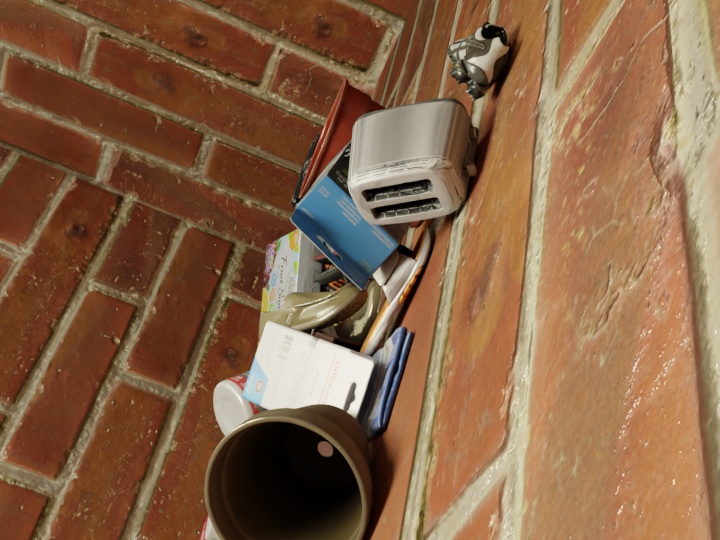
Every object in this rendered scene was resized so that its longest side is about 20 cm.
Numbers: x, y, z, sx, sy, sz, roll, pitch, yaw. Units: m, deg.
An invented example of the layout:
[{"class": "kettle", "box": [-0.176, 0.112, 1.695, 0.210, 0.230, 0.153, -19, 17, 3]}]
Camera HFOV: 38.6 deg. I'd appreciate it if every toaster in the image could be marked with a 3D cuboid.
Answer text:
[{"class": "toaster", "box": [0.060, -0.143, 1.378, 0.114, 0.197, 0.130, 62, -152, -45]}]

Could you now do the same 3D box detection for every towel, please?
[{"class": "towel", "box": [0.017, 0.168, 1.405, 0.200, 0.024, 0.148, 127, 162, -65]}]

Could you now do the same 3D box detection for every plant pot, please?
[{"class": "plant pot", "box": [-0.064, 0.244, 1.249, 0.202, 0.198, 0.173, -66, -10, 18]}, {"class": "plant pot", "box": [0.027, -0.172, 1.637, 0.201, 0.193, 0.203, -158, 90, -83]}]

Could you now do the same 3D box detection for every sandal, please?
[{"class": "sandal", "box": [0.036, 0.026, 1.475, 0.208, 0.059, 0.079, -61, 5, 4]}]

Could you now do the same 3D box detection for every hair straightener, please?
[{"class": "hair straightener", "box": [0.000, 0.000, 1.657, 0.198, 0.041, 0.078, -12, 68, 39]}]

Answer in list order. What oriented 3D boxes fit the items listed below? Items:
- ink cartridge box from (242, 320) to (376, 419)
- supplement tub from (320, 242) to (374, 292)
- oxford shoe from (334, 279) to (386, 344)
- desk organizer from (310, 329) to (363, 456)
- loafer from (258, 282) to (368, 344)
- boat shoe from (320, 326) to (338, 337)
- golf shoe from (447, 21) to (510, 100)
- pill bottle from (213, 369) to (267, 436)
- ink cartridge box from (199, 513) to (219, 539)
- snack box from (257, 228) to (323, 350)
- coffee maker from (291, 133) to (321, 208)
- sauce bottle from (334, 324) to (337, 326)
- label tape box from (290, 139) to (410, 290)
[{"class": "ink cartridge box", "box": [-0.057, 0.154, 1.409, 0.066, 0.198, 0.117, 24, -95, -53]}, {"class": "supplement tub", "box": [-0.021, 0.000, 1.790, 0.123, 0.121, 0.202, -85, 17, -66]}, {"class": "oxford shoe", "box": [-0.016, 0.101, 1.638, 0.070, 0.074, 0.202, -127, 59, -83]}, {"class": "desk organizer", "box": [-0.054, 0.195, 1.500, 0.072, 0.076, 0.203, 36, -111, -80]}, {"class": "loafer", "box": [-0.080, 0.059, 1.528, 0.199, 0.068, 0.076, -27, -10, 24]}, {"class": "boat shoe", "box": [-0.063, 0.127, 1.588, 0.074, 0.066, 0.201, -55, 47, 26]}, {"class": "golf shoe", "box": [0.177, -0.307, 1.463, 0.095, 0.077, 0.201, -47, 16, 19]}, {"class": "pill bottle", "box": [-0.130, 0.204, 1.683, 0.199, 0.114, 0.114, -20, -27, -36]}, {"class": "ink cartridge box", "box": [-0.153, 0.374, 1.593, 0.083, 0.144, 0.201, -83, 16, -61]}, {"class": "snack box", "box": [-0.120, 0.041, 1.775, 0.142, 0.052, 0.203, -21, 62, 56]}, {"class": "coffee maker", "box": [-0.008, -0.165, 1.863, 0.135, 0.198, 0.194, -86, 19, -65]}, {"class": "sauce bottle", "box": [-0.035, 0.132, 1.755, 0.066, 0.065, 0.201, -76, 8, -48]}, {"class": "label tape box", "box": [-0.004, -0.083, 1.450, 0.066, 0.143, 0.200, -41, 10, 30]}]
